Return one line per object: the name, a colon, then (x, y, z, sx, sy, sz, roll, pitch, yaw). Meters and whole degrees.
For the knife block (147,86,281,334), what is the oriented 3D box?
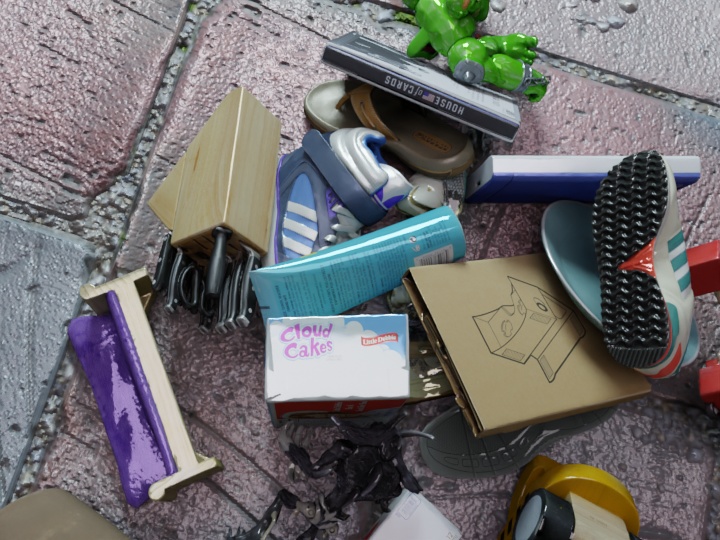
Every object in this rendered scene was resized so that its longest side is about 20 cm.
knife block: (-0.117, -0.049, 0.789, 0.201, 0.064, 0.175, -52, 46, 1)

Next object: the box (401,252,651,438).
box: (0.149, 0.057, 0.773, 0.196, 0.021, 0.166, -6, 56, -30)

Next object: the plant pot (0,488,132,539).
plant pot: (-0.240, 0.283, 0.702, 0.200, 0.201, 0.174, -44, 64, -14)

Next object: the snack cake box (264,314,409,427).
snack cake box: (-0.024, 0.093, 0.745, 0.112, 0.200, 0.069, 1, 74, -5)

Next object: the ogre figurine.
ogre figurine: (0.110, -0.257, 0.896, 0.119, 0.097, 0.204, -20, 90, -44)

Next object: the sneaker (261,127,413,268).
sneaker: (-0.016, -0.039, 0.815, 0.144, 0.080, 0.205, -16, 69, 25)

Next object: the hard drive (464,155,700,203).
hard drive: (0.212, -0.088, 0.847, 0.195, 0.132, 0.026, 0, 85, -5)

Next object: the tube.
tube: (0.000, 0.000, 0.777, 0.196, 0.050, 0.079, -22, 115, -13)

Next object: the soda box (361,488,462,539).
soda box: (0.002, 0.291, 0.764, 0.063, 0.068, 0.200, 41, 76, 7)

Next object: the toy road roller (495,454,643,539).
toy road roller: (0.172, 0.264, 0.773, 0.121, 0.146, 0.203, 26, 111, -3)

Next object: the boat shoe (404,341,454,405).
boat shoe: (0.123, 0.078, 0.827, 0.195, 0.073, 0.064, -13, 79, -8)

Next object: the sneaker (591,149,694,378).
sneaker: (0.254, -0.002, 0.754, 0.069, 0.093, 0.204, -11, 63, 34)

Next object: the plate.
plate: (0.247, 0.014, 0.833, 0.197, 0.026, 0.203, 24, 40, -22)

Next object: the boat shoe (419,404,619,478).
boat shoe: (0.150, 0.142, 0.824, 0.198, 0.065, 0.076, -22, 90, -5)

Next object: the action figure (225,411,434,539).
action figure: (-0.028, 0.182, 0.748, 0.200, 0.102, 0.119, -44, 120, 8)

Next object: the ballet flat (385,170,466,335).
ballet flat: (0.062, -0.041, 0.849, 0.070, 0.072, 0.205, 9, 76, -2)

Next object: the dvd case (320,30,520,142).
dvd case: (0.066, -0.189, 0.862, 0.196, 0.151, 0.025, 24, 111, 1)

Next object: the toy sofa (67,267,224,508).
toy sofa: (-0.204, 0.111, 0.787, 0.096, 0.083, 0.204, -21, 78, -11)

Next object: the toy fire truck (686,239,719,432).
toy fire truck: (0.361, 0.086, 0.820, 0.200, 0.048, 0.143, 46, 43, -31)

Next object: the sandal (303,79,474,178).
sandal: (0.028, -0.157, 0.867, 0.198, 0.055, 0.080, 28, 60, 27)
